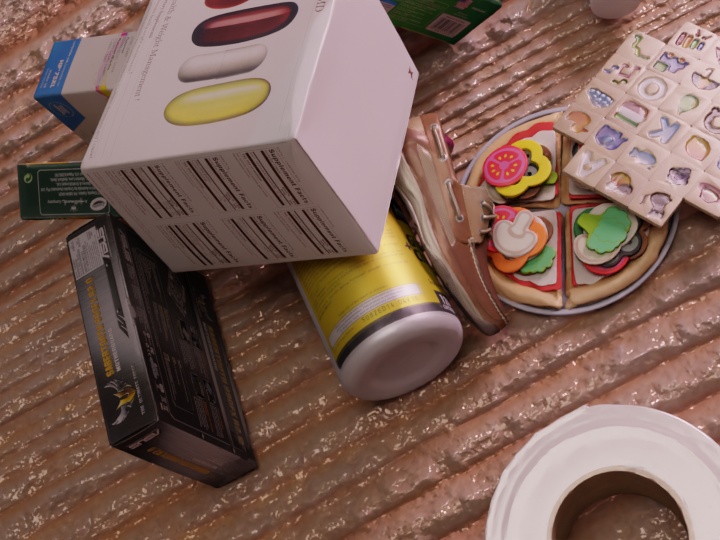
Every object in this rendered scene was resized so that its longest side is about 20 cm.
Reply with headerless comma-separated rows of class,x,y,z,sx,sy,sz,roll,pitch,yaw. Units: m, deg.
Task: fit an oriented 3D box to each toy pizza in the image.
toy pizza,0.174,-0.059,1.017,0.197,0.032,0.203,-8,64,15

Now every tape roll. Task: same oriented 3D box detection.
tape roll,0.193,0.204,0.864,0.199,0.071,0.205,-8,64,16

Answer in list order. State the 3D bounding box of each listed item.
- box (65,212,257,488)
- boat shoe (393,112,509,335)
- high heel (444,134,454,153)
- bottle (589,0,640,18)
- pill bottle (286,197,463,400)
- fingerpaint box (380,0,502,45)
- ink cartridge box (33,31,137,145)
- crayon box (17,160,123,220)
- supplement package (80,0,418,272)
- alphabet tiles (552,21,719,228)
box,-0.168,0.070,0.999,0.048,0.158,0.202,-27,60,13
boat shoe,0.080,-0.044,0.989,0.071,0.076,0.202,-27,82,3
high heel,-0.007,-0.137,1.092,0.197,0.067,0.098,-3,75,21
bottle,0.227,-0.332,1.108,0.082,0.065,0.203,-10,63,16
pill bottle,0.000,0.000,1.002,0.111,0.112,0.202,-28,60,4
fingerpaint box,0.024,-0.314,1.076,0.073,0.198,0.169,-33,64,37
ink cartridge box,-0.199,-0.168,1.128,0.197,0.116,0.068,1,64,32
crayon box,-0.207,-0.078,1.090,0.124,0.200,0.053,0,97,19
supplement package,-0.083,-0.123,0.953,0.197,0.147,0.194,-5,55,27
alphabet tiles,0.269,-0.129,1.010,0.165,0.006,0.200,32,69,25
